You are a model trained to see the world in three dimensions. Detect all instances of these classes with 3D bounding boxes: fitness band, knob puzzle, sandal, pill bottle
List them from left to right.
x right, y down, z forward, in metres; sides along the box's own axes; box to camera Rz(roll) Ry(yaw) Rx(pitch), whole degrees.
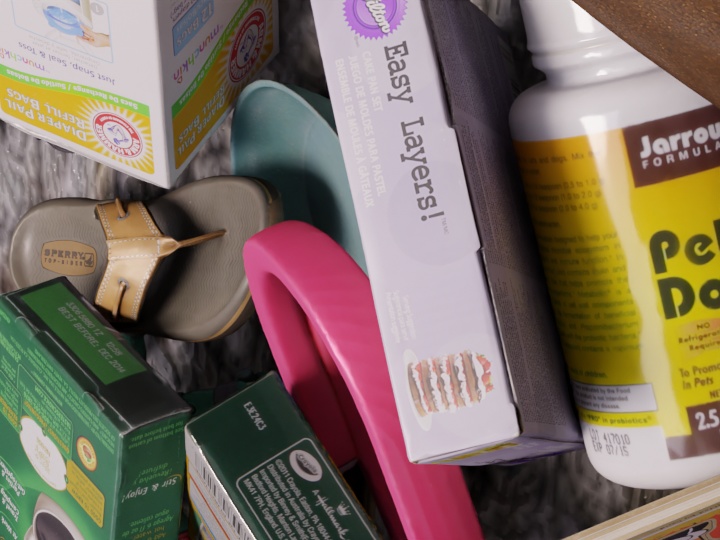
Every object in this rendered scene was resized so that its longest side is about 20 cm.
[{"bbox_3d":[-0.116,-0.010,1.128,0.199,0.054,0.082,5,88,43],"label":"sandal"},{"bbox_3d":[0.004,0.067,0.988,0.144,0.037,0.201,48,162,58],"label":"fitness band"},{"bbox_3d":[0.099,0.145,0.965,0.220,0.219,0.031,-43,61,46],"label":"knob puzzle"},{"bbox_3d":[0.124,-0.022,0.919,0.109,0.109,0.201,-5,104,47],"label":"pill bottle"}]

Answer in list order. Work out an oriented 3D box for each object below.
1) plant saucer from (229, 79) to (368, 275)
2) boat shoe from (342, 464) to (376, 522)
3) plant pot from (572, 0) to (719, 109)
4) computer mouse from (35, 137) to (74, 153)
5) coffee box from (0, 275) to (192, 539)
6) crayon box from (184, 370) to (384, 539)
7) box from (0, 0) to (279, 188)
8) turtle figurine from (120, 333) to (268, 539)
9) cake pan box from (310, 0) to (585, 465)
[{"bbox_3d":[0.000,0.000,1.076,0.200,0.036,0.201,52,155,36],"label":"plant saucer"},{"bbox_3d":[-0.027,0.170,1.185,0.064,0.071,0.201,23,121,39],"label":"boat shoe"},{"bbox_3d":[0.088,-0.176,0.769,0.199,0.188,0.187,25,137,-16],"label":"plant pot"},{"bbox_3d":[-0.174,-0.162,1.219,0.200,0.046,0.140,50,132,3],"label":"computer mouse"},{"bbox_3d":[-0.139,0.117,1.138,0.123,0.044,0.201,41,137,38],"label":"coffee box"},{"bbox_3d":[-0.029,0.137,1.067,0.126,0.051,0.200,56,165,14],"label":"crayon box"},{"bbox_3d":[-0.107,-0.155,1.045,0.101,0.113,0.201,22,141,18],"label":"box"},{"bbox_3d":[-0.110,0.082,1.220,0.149,0.100,0.201,-28,79,44],"label":"turtle figurine"},{"bbox_3d":[0.042,-0.022,0.931,0.052,0.184,0.201,-14,83,12],"label":"cake pan box"}]
